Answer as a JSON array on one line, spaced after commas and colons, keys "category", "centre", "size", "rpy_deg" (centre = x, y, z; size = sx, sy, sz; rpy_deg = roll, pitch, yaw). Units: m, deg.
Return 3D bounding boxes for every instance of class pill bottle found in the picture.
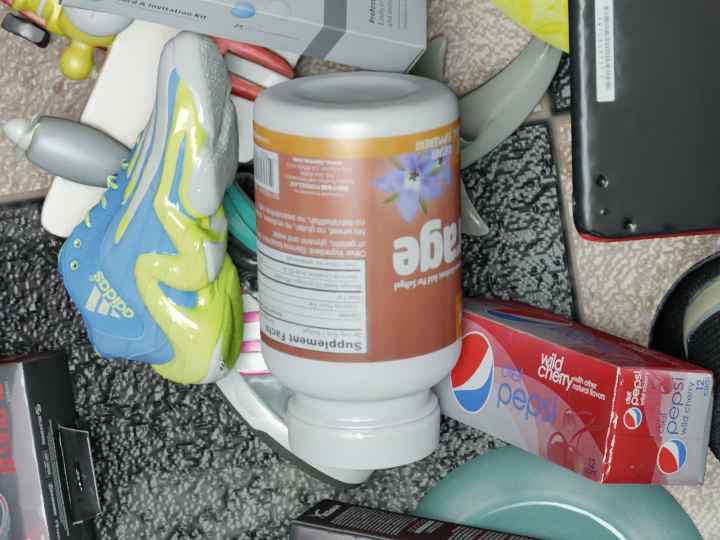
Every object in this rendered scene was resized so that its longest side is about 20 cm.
[{"category": "pill bottle", "centre": [0.000, 0.000, 1.368], "size": [0.112, 0.112, 0.201], "rpy_deg": [3, 107, 14]}]

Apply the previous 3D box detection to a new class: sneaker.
[{"category": "sneaker", "centre": [-0.034, 0.019, 1.464], "size": [0.200, 0.084, 0.121], "rpy_deg": [48, 114, 7]}, {"category": "sneaker", "centre": [-0.122, -0.033, 1.395], "size": [0.105, 0.076, 0.201], "rpy_deg": [2, 104, 11]}]

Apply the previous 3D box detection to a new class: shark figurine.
[{"category": "shark figurine", "centre": [0.066, -0.099, 1.420], "size": [0.214, 0.090, 0.128], "rpy_deg": [-42, 92, 13]}]

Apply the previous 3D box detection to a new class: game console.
[{"category": "game console", "centre": [0.190, -0.117, 1.275], "size": [0.176, 0.031, 0.201], "rpy_deg": [-4, 100, -6]}]

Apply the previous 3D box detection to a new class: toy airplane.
[{"category": "toy airplane", "centre": [-0.125, -0.141, 1.438], "size": [0.198, 0.141, 0.201], "rpy_deg": [-20, 84, 7]}]

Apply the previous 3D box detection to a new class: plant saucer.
[{"category": "plant saucer", "centre": [0.107, 0.201, 1.463], "size": [0.199, 0.036, 0.201], "rpy_deg": [1, 95, 15]}]

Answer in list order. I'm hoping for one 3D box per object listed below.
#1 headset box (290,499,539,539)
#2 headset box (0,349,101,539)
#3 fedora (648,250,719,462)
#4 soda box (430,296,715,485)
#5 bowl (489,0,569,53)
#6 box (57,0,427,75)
[{"category": "headset box", "centre": [0.055, 0.222, 1.413], "size": [0.199, 0.075, 0.149], "rpy_deg": [9, 98, 14]}, {"category": "headset box", "centre": [-0.251, 0.133, 1.530], "size": [0.199, 0.075, 0.149], "rpy_deg": [-8, 92, 15]}, {"category": "fedora", "centre": [0.250, 0.068, 1.340], "size": [0.200, 0.092, 0.201], "rpy_deg": [6, 138, 6]}, {"category": "soda box", "centre": [0.105, 0.062, 1.373], "size": [0.070, 0.200, 0.064], "rpy_deg": [4, 98, -31]}, {"category": "bowl", "centre": [0.131, -0.220, 1.322], "size": [0.200, 0.200, 0.108], "rpy_deg": [53, 132, 5]}, {"category": "box", "centre": [-0.061, -0.199, 1.384], "size": [0.199, 0.041, 0.157], "rpy_deg": [11, 62, -18]}]
